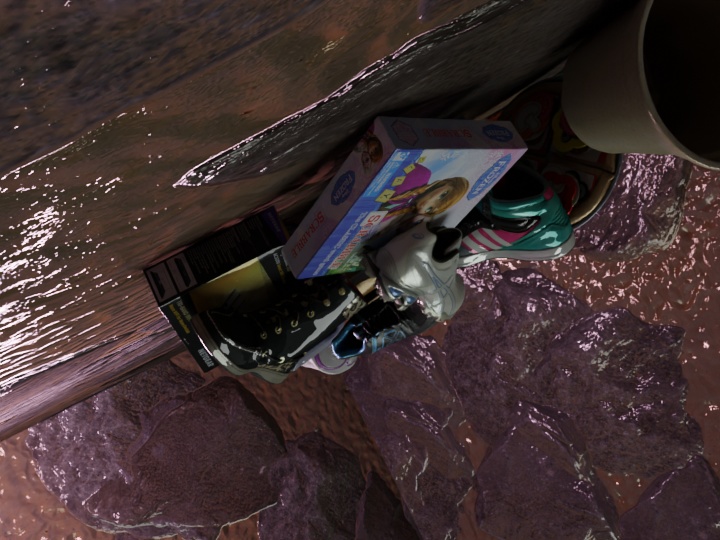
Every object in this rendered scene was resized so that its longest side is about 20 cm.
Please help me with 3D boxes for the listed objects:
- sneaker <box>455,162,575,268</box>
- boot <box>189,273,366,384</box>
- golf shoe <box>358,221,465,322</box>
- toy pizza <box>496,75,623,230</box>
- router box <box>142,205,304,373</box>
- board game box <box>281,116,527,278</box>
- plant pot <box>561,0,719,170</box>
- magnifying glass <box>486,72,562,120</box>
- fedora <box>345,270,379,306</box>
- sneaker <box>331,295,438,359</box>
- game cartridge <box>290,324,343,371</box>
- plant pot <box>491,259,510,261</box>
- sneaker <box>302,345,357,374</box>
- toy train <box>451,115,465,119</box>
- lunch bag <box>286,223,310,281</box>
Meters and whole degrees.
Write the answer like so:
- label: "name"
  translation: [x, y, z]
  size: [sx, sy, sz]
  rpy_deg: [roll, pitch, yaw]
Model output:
- label: "sneaker"
  translation: [0.144, -0.070, 0.906]
  size: [0.197, 0.122, 0.084]
  rpy_deg: [-4, -143, 25]
- label: "boot"
  translation: [-0.085, 0.047, 0.851]
  size: [0.153, 0.074, 0.203]
  rpy_deg: [-40, 155, 5]
- label: "golf shoe"
  translation: [0.087, -0.002, 0.856]
  size: [0.097, 0.079, 0.199]
  rpy_deg: [-42, 157, 18]
- label: "toy pizza"
  translation: [0.227, -0.141, 0.949]
  size: [0.031, 0.204, 0.199]
  rpy_deg: [9, 152, -44]
- label: "router box"
  translation: [-0.143, 0.028, 0.890]
  size: [0.155, 0.053, 0.201]
  rpy_deg: [-28, 155, -10]
- label: "board game box"
  translation: [0.045, -0.073, 0.797]
  size: [0.197, 0.042, 0.200]
  rpy_deg: [-9, 151, -41]
- label: "plant pot"
  translation: [0.308, -0.197, 0.789]
  size: [0.198, 0.203, 0.183]
  rpy_deg: [-27, -171, -15]
- label: "magnifying glass"
  translation: [0.261, -0.249, 1.051]
  size: [0.198, 0.023, 0.079]
  rpy_deg: [-31, 178, 22]
- label: "fedora"
  translation: [0.000, 0.000, 1.037]
  size: [0.199, 0.082, 0.201]
  rpy_deg: [-33, 172, -5]
- label: "sneaker"
  translation: [0.037, 0.069, 1.020]
  size: [0.081, 0.074, 0.200]
  rpy_deg: [-23, 166, -43]
- label: "game cartridge"
  translation: [-0.113, 0.085, 1.061]
  size: [0.127, 0.039, 0.200]
  rpy_deg: [12, -164, 19]
- label: "plant pot"
  translation: [0.235, -0.144, 1.266]
  size: [0.175, 0.200, 0.200]
  rpy_deg: [-47, -172, -27]
- label: "sneaker"
  translation: [-0.095, 0.107, 1.190]
  size: [0.197, 0.076, 0.099]
  rpy_deg: [13, -177, -30]
- label: "toy train"
  translation: [0.052, -0.105, 0.912]
  size: [0.198, 0.088, 0.114]
  rpy_deg: [-25, 169, -25]
- label: "lunch bag"
  translation: [-0.139, 0.000, 1.077]
  size: [0.158, 0.077, 0.200]
  rpy_deg: [-26, 178, 15]
